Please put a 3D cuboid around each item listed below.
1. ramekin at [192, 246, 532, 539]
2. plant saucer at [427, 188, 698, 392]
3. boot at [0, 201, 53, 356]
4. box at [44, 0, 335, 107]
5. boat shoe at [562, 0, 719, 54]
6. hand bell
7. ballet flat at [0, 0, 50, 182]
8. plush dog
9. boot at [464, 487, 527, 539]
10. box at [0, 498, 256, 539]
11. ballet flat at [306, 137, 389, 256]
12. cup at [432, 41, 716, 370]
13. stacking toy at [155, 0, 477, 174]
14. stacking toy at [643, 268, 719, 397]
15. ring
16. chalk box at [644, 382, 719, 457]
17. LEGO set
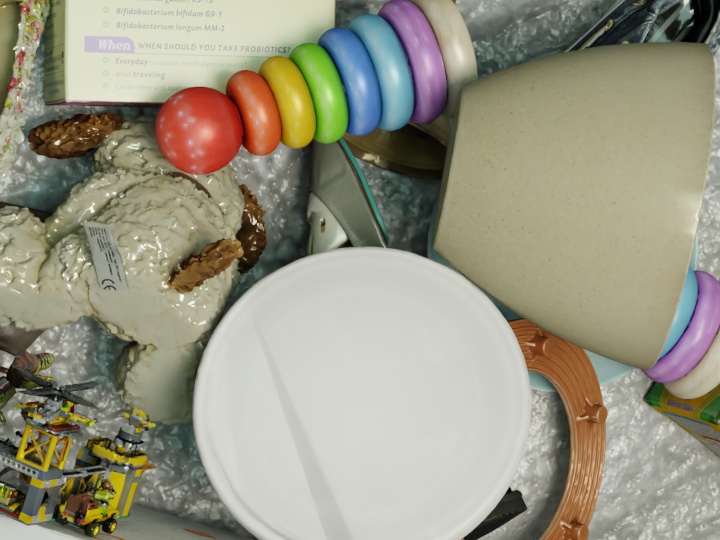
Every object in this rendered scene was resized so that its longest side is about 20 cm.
[{"bbox_3d":[0.002,0.093,1.335,0.202,0.094,0.203,-1,70,2],"label":"ramekin"},{"bbox_3d":[0.137,-0.016,1.523,0.201,0.039,0.201,-1,92,-16],"label":"plant saucer"},{"bbox_3d":[-0.264,-0.057,1.396,0.200,0.064,0.187,19,92,-17],"label":"boot"},{"bbox_3d":[-0.111,-0.204,1.414,0.176,0.097,0.200,0,94,-16],"label":"box"},{"bbox_3d":[0.163,-0.123,1.458,0.071,0.091,0.200,43,82,-13],"label":"boat shoe"},{"bbox_3d":[0.051,-0.173,1.481,0.104,0.104,0.200,26,72,-16],"label":"hand bell"},{"bbox_3d":[-0.233,-0.149,1.363,0.076,0.064,0.200,0,70,-6],"label":"ballet flat"},{"bbox_3d":[-0.131,-0.028,1.380,0.200,0.172,0.160,35,126,-27],"label":"plush dog"},{"bbox_3d":[0.012,0.113,1.474,0.211,0.079,0.158,0,65,-40],"label":"boot"},{"bbox_3d":[-0.164,0.201,1.347,0.124,0.200,0.098,13,90,24],"label":"box"},{"bbox_3d":[0.000,0.000,1.435,0.064,0.067,0.200,-27,79,-11],"label":"ballet flat"},{"bbox_3d":[0.122,-0.051,1.320,0.143,0.200,0.200,11,90,-1],"label":"cup"},{"bbox_3d":[-0.032,-0.111,1.353,0.200,0.085,0.085,-17,97,-15],"label":"stacking toy"},{"bbox_3d":[0.158,0.008,1.457,0.200,0.085,0.085,27,85,-16],"label":"stacking toy"},{"bbox_3d":[0.106,0.131,1.451,0.200,0.019,0.201,-10,103,-47],"label":"ring"},{"bbox_3d":[0.320,0.049,1.535,0.124,0.124,0.200,35,82,-15],"label":"chalk box"},{"bbox_3d":[-0.212,0.067,1.299,0.200,0.154,0.116,22,97,28],"label":"LEGO set"}]
